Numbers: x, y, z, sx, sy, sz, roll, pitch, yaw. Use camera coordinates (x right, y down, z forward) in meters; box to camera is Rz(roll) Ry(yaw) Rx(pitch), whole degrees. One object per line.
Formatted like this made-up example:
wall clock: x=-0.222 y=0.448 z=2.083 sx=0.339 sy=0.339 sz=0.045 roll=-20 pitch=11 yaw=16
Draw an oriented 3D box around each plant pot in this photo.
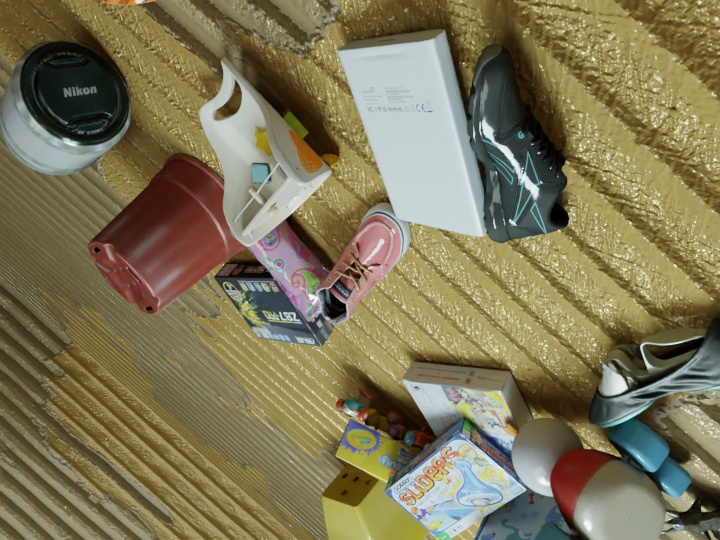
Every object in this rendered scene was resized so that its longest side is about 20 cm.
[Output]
plant pot: x=0.025 y=0.548 z=1.236 sx=0.198 sy=0.199 sz=0.179 roll=-10 pitch=112 yaw=49
plant pot: x=-0.316 y=-0.048 z=0.881 sx=0.198 sy=0.196 sz=0.203 roll=26 pitch=144 yaw=20

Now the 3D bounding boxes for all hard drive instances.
hard drive: x=0.057 y=-0.134 z=0.551 sx=0.130 sy=0.026 sz=0.203 roll=19 pitch=142 yaw=46

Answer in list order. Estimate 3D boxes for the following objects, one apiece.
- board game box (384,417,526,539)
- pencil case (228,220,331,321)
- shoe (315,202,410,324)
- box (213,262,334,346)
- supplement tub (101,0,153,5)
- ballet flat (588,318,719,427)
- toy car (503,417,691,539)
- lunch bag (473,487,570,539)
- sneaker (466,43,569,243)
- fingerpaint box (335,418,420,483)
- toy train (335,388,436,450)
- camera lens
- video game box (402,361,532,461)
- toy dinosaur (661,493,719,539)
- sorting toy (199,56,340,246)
board game box: x=0.147 y=0.338 z=0.856 sx=0.135 sy=0.035 sz=0.201 roll=39 pitch=122 yaw=-1
pencil case: x=-0.109 y=-0.019 z=0.816 sx=0.201 sy=0.088 sz=0.087 roll=50 pitch=145 yaw=-15
shoe: x=0.000 y=0.000 z=0.718 sx=0.071 sy=0.091 sz=0.201 roll=37 pitch=146 yaw=4
box: x=-0.160 y=0.059 z=0.981 sx=0.197 sy=0.049 sz=0.163 roll=1 pitch=133 yaw=44
supplement tub: x=-0.240 y=-0.374 z=0.505 sx=0.120 sy=0.123 sz=0.203 roll=24 pitch=143 yaw=22
ballet flat: x=0.306 y=0.103 z=0.566 sx=0.069 sy=0.068 sz=0.200 roll=49 pitch=137 yaw=4
toy car: x=0.268 y=0.261 z=0.693 sx=0.176 sy=0.186 sz=0.199 roll=41 pitch=175 yaw=-33
lunch bag: x=0.264 y=0.415 z=0.830 sx=0.158 sy=0.200 sz=0.084 roll=-2 pitch=123 yaw=42
sneaker: x=0.145 y=-0.108 z=0.485 sx=0.077 sy=0.076 sz=0.202 roll=5 pitch=142 yaw=27
fingerpaint box: x=0.053 y=0.356 z=1.011 sx=0.196 sy=0.075 sz=0.167 roll=25 pitch=164 yaw=5
toy train: x=0.052 y=0.268 z=0.977 sx=0.197 sy=0.057 sz=0.150 roll=29 pitch=163 yaw=-7
camera lens: x=-0.459 y=-0.243 z=0.833 sx=0.198 sy=0.161 sz=0.161 roll=-8 pitch=124 yaw=48
video game box: x=0.181 y=0.232 z=0.843 sx=0.180 sy=0.047 sz=0.202 roll=0 pitch=129 yaw=46
toy dinosaur: x=0.481 y=0.335 z=0.658 sx=0.198 sy=0.078 sz=0.103 roll=33 pitch=158 yaw=2
sorting toy: x=-0.132 y=-0.158 z=0.673 sx=0.181 sy=0.107 sz=0.199 roll=52 pitch=146 yaw=-5
